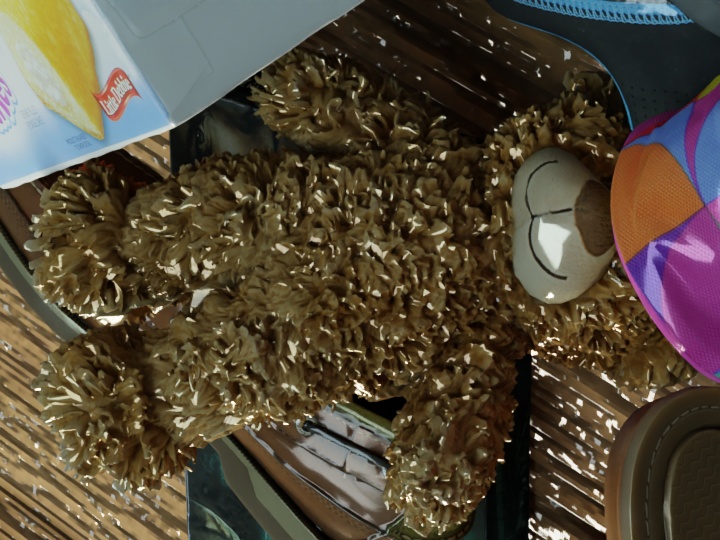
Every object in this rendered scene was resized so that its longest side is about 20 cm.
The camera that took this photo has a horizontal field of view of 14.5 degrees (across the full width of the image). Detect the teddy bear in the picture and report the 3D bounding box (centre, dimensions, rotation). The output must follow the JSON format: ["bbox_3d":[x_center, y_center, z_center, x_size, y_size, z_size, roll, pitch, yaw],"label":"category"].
[{"bbox_3d":[0.000,0.000,0.796,0.199,0.145,0.067,6,152,12],"label":"teddy bear"}]

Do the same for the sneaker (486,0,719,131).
[{"bbox_3d":[0.039,-0.114,0.776,0.200,0.073,0.082,45,134,18],"label":"sneaker"}]

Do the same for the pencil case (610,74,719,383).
[{"bbox_3d":[0.153,-0.043,0.682,0.200,0.088,0.089,-33,87,40],"label":"pencil case"}]

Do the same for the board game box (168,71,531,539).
[{"bbox_3d":[-0.004,0.041,0.926,0.135,0.028,0.201,19,122,36],"label":"board game box"}]

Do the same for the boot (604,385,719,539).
[{"bbox_3d":[0.082,0.097,0.809,0.155,0.077,0.200,25,154,53],"label":"boot"}]

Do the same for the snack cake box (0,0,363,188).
[{"bbox_3d":[-0.051,-0.086,0.788,0.067,0.115,0.200,57,162,-8],"label":"snack cake box"}]

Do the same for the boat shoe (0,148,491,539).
[{"bbox_3d":[-0.037,0.011,0.879,0.200,0.072,0.068,42,128,8],"label":"boat shoe"}]
